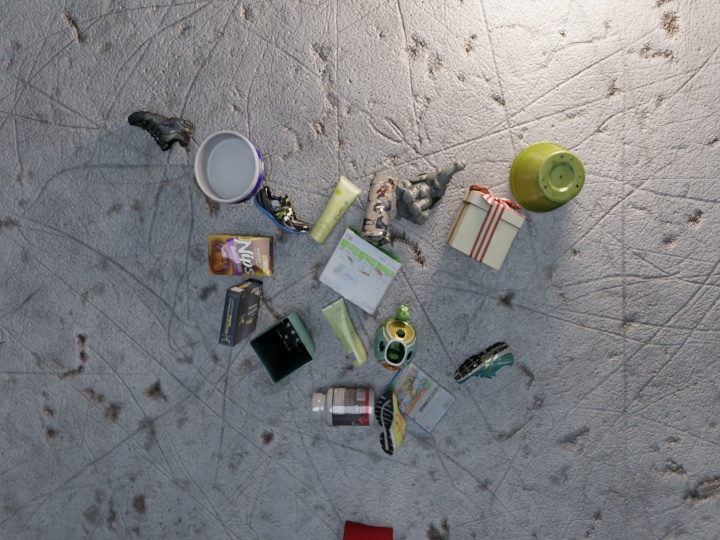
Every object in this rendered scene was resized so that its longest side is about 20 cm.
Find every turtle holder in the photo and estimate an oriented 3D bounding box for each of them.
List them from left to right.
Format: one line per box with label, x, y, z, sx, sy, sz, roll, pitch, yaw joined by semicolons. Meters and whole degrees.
turtle holder;0.117;0.213;1.657;0.140;0.132;0.187;40;99;-3

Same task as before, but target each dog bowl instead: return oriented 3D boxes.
dog bowl;-0.384;-0.301;1.624;0.192;0.079;0.209;0;93;9

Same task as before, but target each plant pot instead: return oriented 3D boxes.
plant pot;-0.217;0.209;1.640;0.139;0.200;0.144;-31;96;8
plant pot;0.531;-0.258;1.533;0.192;0.193;0.209;1;99;3

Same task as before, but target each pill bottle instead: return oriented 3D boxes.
pill bottle;-0.051;0.422;1.708;0.192;0.111;0.115;-1;99;4

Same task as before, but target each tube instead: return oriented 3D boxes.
tube;-0.082;-0.177;1.655;0.057;0.052;0.203;30;96;-46
tube;-0.042;0.194;1.701;0.057;0.051;0.205;-30;93;-35

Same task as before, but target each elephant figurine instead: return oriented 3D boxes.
elephant figurine;0.201;-0.232;1.596;0.198;0.154;0.144;-38;133;-17

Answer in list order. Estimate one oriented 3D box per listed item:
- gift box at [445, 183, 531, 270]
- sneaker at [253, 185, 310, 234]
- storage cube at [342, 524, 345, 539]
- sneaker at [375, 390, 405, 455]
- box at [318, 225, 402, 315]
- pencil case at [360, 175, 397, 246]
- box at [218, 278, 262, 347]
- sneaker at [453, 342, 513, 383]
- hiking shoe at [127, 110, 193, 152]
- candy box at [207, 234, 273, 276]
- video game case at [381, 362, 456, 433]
gift box;0.361;-0.123;1.564;0.180;0.200;0.192;24;98;-6
sneaker;-0.229;-0.178;1.649;0.197;0.071;0.084;37;105;0
storage cube;0.013;0.940;1.746;0.164;0.180;0.208;7;100;2
sneaker;0.102;0.465;1.724;0.077;0.089;0.208;14;113;43
box;0.000;0.000;1.650;0.196;0.097;0.180;31;100;-2
pencil case;0.057;-0.178;1.594;0.086;0.078;0.207;11;73;-3
box;-0.352;0.121;1.635;0.049;0.200;0.164;13;99;7
sneaker;0.380;0.301;1.687;0.195;0.078;0.081;-28;105;7
hiking shoe;-0.598;-0.410;1.634;0.192;0.076;0.105;10;96;1
candy box;-0.366;-0.047;1.685;0.192;0.057;0.122;1;98;2
video game case;0.184;0.398;1.738;0.198;0.018;0.145;38;99;-3
